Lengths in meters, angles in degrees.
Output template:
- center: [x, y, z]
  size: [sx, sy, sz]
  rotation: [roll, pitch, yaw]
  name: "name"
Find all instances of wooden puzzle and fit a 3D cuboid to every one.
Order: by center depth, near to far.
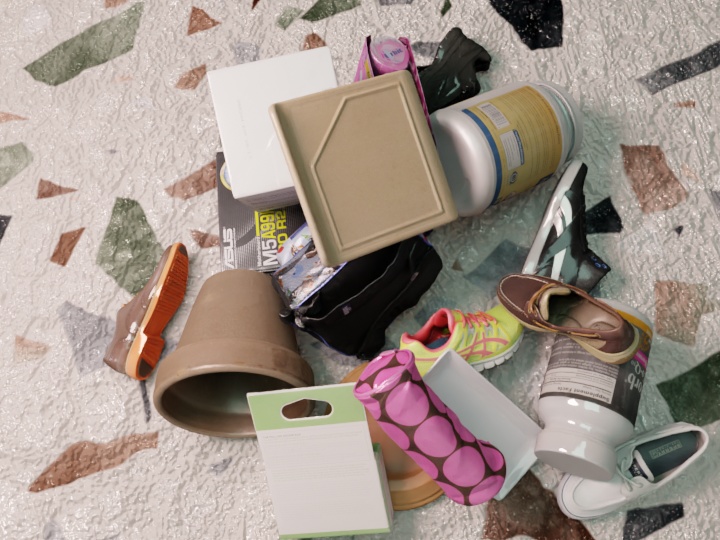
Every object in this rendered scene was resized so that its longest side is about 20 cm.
- center: [0.007, -0.118, 0.776]
  size: [0.199, 0.037, 0.186]
  rotation: [-22, 94, -29]
  name: "wooden puzzle"

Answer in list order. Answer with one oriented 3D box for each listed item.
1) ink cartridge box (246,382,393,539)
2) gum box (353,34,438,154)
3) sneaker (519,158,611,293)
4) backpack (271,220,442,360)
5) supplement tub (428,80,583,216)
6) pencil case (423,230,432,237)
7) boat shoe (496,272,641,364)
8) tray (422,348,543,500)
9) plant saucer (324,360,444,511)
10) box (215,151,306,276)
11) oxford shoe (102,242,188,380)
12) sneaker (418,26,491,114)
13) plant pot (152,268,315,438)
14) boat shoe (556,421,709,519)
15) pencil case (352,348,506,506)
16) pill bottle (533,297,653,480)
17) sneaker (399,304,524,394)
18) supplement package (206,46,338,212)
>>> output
- center: [-0.047, 0.227, 0.834]
  size: [0.144, 0.048, 0.202]
  rotation: [-8, 102, 12]
  name: "ink cartridge box"
- center: [0.039, -0.204, 0.914]
  size: [0.066, 0.114, 0.201]
  rotation: [-4, 64, -14]
  name: "gum box"
- center: [0.301, -0.045, 0.943]
  size: [0.111, 0.073, 0.201]
  rotation: [23, 85, 9]
  name: "sneaker"
- center: [0.000, 0.000, 0.880]
  size: [0.190, 0.200, 0.155]
  rotation: [-36, 58, 12]
  name: "backpack"
- center: [0.190, -0.171, 0.931]
  size: [0.199, 0.145, 0.145]
  rotation: [-25, 70, -26]
  name: "supplement tub"
- center: [0.038, -0.136, 0.990]
  size: [0.086, 0.083, 0.201]
  rotation: [-12, 65, -40]
  name: "pencil case"
- center: [0.238, 0.041, 0.822]
  size: [0.072, 0.072, 0.200]
  rotation: [-50, 42, -5]
  name: "boat shoe"
- center: [0.140, 0.191, 0.852]
  size: [0.200, 0.022, 0.107]
  rotation: [42, 92, -17]
  name: "tray"
- center: [0.046, 0.209, 0.897]
  size: [0.198, 0.037, 0.202]
  rotation: [-2, 71, 5]
  name: "plant saucer"
- center: [-0.128, -0.087, 1.007]
  size: [0.159, 0.044, 0.202]
  rotation: [-6, 71, 2]
  name: "box"
- center: [-0.305, 0.048, 0.967]
  size: [0.072, 0.071, 0.201]
  rotation: [15, 74, 15]
  name: "oxford shoe"
- center: [0.129, -0.274, 1.034]
  size: [0.090, 0.076, 0.201]
  rotation: [31, 80, 7]
  name: "sneaker"
- center: [-0.157, 0.097, 0.887]
  size: [0.198, 0.201, 0.176]
  rotation: [-5, 55, 4]
  name: "plant pot"
- center: [0.335, 0.242, 0.844]
  size: [0.199, 0.065, 0.074]
  rotation: [-31, 72, -5]
  name: "boat shoe"
- center: [0.081, 0.175, 0.781]
  size: [0.200, 0.090, 0.094]
  rotation: [50, 43, -18]
  name: "pencil case"
- center: [0.285, 0.145, 0.845]
  size: [0.115, 0.117, 0.201]
  rotation: [17, 68, 11]
  name: "pill bottle"
- center: [0.132, 0.082, 0.877]
  size: [0.199, 0.091, 0.078]
  rotation: [-26, 27, -25]
  name: "sneaker"
- center: [-0.092, -0.171, 0.884]
  size: [0.149, 0.200, 0.153]
  rotation: [-12, 90, -1]
  name: "supplement package"
